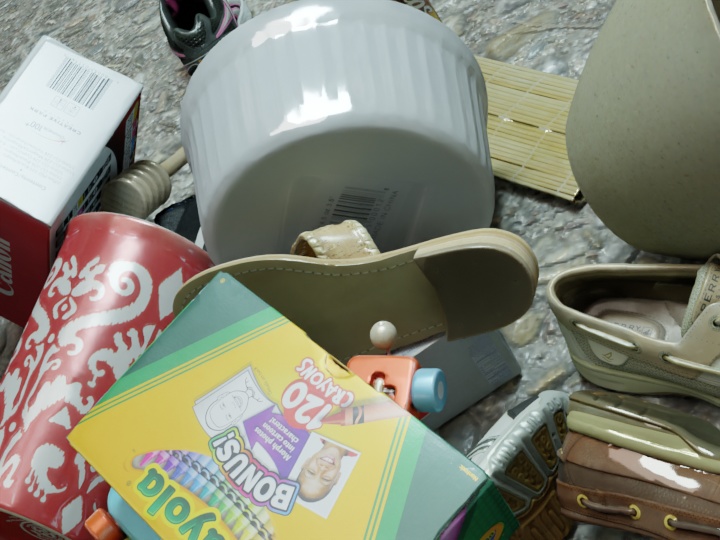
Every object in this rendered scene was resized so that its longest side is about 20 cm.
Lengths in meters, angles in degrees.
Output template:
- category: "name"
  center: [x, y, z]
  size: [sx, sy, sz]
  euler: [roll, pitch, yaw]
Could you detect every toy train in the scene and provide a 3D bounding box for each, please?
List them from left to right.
- category: "toy train"
  center: [-0.049, 0.109, 0.684]
  size: [0.198, 0.056, 0.151]
  euler: [-6, 56, 21]

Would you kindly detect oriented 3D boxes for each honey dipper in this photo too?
- category: "honey dipper"
  center: [-0.138, -0.087, 0.984]
  size: [0.038, 0.038, 0.200]
  euler: [-15, 18, 25]

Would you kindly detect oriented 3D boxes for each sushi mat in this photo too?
- category: "sushi mat"
  center: [0.104, -0.104, 0.884]
  size: [0.096, 0.012, 0.199]
  euler: [-50, 40, -13]

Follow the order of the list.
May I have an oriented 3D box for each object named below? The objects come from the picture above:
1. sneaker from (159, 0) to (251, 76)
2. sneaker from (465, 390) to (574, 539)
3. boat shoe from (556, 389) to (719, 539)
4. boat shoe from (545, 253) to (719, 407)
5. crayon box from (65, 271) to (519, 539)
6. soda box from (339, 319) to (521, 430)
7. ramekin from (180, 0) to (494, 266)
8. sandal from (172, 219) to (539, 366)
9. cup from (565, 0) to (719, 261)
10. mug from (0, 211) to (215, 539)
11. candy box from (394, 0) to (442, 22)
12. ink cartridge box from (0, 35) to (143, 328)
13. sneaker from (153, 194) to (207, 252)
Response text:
- category: "sneaker"
  center: [-0.144, -0.232, 1.144]
  size: [0.080, 0.087, 0.200]
  euler: [-33, 38, 2]
- category: "sneaker"
  center: [0.040, 0.136, 0.646]
  size: [0.087, 0.076, 0.200]
  euler: [9, 53, 51]
- category: "boat shoe"
  center: [0.177, 0.114, 0.578]
  size: [0.199, 0.072, 0.068]
  euler: [18, 96, 37]
- category: "boat shoe"
  center: [0.187, 0.028, 0.647]
  size: [0.199, 0.065, 0.072]
  euler: [4, 54, 40]
- category: "crayon box"
  center: [-0.037, 0.101, 0.610]
  size: [0.119, 0.058, 0.199]
  euler: [-47, 52, -11]
- category: "soda box"
  center: [-0.010, 0.076, 0.751]
  size: [0.199, 0.064, 0.068]
  euler: [-34, 40, 4]
- category: "ramekin"
  center: [-0.011, -0.060, 0.788]
  size: [0.199, 0.201, 0.098]
  euler: [-23, 48, 16]
- category: "sandal"
  center: [0.002, 0.005, 0.720]
  size: [0.210, 0.078, 0.070]
  euler: [-8, 28, 22]
- category: "cup"
  center: [0.195, -0.084, 0.680]
  size: [0.143, 0.199, 0.201]
  euler: [-35, 30, 46]
- category: "mug"
  center: [-0.175, 0.092, 0.841]
  size: [0.132, 0.178, 0.201]
  euler: [22, 62, -2]
- category: "candy box"
  center: [0.008, -0.212, 0.971]
  size: [0.056, 0.117, 0.200]
  euler: [-34, 33, 5]
- category: "ink cartridge box"
  center: [-0.241, -0.036, 0.934]
  size: [0.083, 0.200, 0.176]
  euler: [27, 62, 1]
- category: "sneaker"
  center: [-0.096, -0.063, 0.949]
  size: [0.111, 0.073, 0.201]
  euler: [-7, 47, 33]
